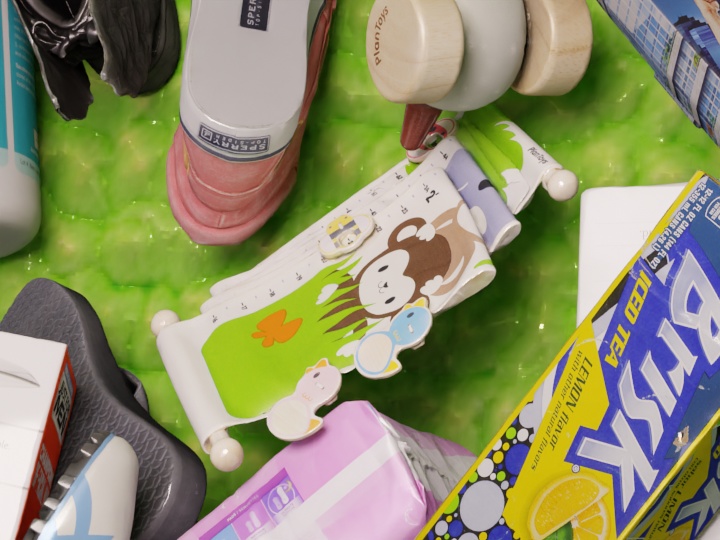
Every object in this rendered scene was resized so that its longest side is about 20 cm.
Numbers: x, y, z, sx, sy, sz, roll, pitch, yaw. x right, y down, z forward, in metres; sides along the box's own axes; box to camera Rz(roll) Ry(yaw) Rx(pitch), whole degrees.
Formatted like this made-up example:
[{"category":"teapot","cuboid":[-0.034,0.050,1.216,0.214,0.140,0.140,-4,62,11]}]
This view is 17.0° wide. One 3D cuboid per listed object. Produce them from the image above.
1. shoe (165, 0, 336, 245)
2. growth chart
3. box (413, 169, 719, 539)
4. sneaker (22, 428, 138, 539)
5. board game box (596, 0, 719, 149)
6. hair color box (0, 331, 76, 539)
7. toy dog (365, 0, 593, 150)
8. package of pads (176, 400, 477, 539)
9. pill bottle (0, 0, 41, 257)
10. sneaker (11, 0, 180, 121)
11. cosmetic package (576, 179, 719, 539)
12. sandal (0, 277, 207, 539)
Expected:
[{"category":"shoe","cuboid":[-0.049,-0.109,1.095,0.071,0.091,0.201,13,52,-4]},{"category":"growth chart","cuboid":[0.000,0.000,1.011,0.200,0.018,0.145,-37,31,-8]},{"category":"box","cuboid":[0.102,0.065,0.905,0.070,0.064,0.200,42,102,29]},{"category":"sneaker","cuboid":[-0.114,0.162,0.941,0.072,0.072,0.201,14,73,-3]},{"category":"board game box","cuboid":[0.189,-0.098,0.945,0.200,0.199,0.062,54,146,34]},{"category":"hair color box","cuboid":[-0.196,0.120,1.002,0.110,0.064,0.201,12,70,3]},{"category":"toy dog","cuboid":[0.023,-0.134,1.043,0.096,0.131,0.201,-52,29,44]},{"category":"package of pads","cuboid":[-0.034,0.144,1.007,0.200,0.120,0.076,-41,61,11]},{"category":"pill bottle","cuboid":[-0.210,-0.108,1.144,0.110,0.111,0.201,-10,74,22]},{"category":"sneaker","cuboid":[-0.132,-0.156,1.122,0.060,0.104,0.201,-21,72,16]},{"category":"cosmetic package","cuboid":[0.147,0.069,0.964,0.112,0.081,0.201,-4,77,25]},{"category":"sandal","cuboid":[-0.120,0.073,1.078,0.076,0.043,0.200,-52,39,9]}]
